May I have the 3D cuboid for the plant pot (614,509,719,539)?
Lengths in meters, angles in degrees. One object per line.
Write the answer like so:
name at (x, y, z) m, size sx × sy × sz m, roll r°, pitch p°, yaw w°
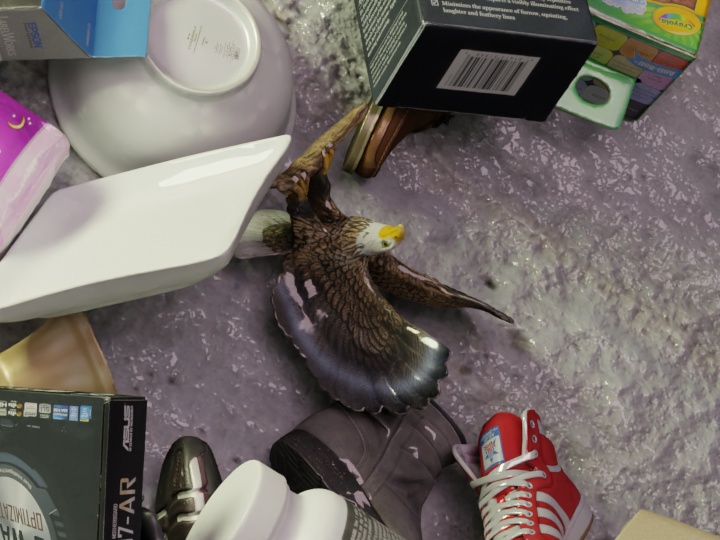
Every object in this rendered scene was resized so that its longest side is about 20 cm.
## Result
plant pot at (0.214, 0.293, 1.597) m, size 0.177 × 0.200 × 0.200 m, roll 38°, pitch 61°, yaw 13°

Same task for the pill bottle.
pill bottle at (-0.016, 0.219, 1.512) m, size 0.200 × 0.116 × 0.116 m, roll 35°, pitch 61°, yaw -15°

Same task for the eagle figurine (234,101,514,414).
eagle figurine at (0.002, 0.000, 1.669) m, size 0.151 × 0.151 × 0.201 m, roll -33°, pitch 101°, yaw -2°

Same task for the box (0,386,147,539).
box at (-0.234, 0.156, 1.465) m, size 0.043 × 0.199 × 0.161 m, roll 5°, pitch 88°, yaw -60°

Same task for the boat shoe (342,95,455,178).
boat shoe at (0.052, -0.147, 1.777) m, size 0.068 × 0.072 × 0.201 m, roll 30°, pitch 62°, yaw -4°

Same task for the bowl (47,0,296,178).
bowl at (-0.132, -0.157, 1.706) m, size 0.200 × 0.090 × 0.202 m, roll 7°, pitch 67°, yaw -16°

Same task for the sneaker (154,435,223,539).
sneaker at (-0.078, 0.215, 1.588) m, size 0.115 × 0.076 × 0.202 m, roll -2°, pitch 80°, yaw -26°

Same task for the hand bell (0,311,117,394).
hand bell at (-0.276, 0.098, 1.563) m, size 0.199 × 0.104 × 0.105 m, roll -23°, pitch 77°, yaw -14°

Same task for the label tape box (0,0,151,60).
label tape box at (-0.255, -0.226, 1.652) m, size 0.198 × 0.063 × 0.145 m, roll -2°, pitch 55°, yaw 4°

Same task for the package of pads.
package of pads at (-0.305, -0.042, 1.604) m, size 0.120 × 0.076 × 0.201 m, roll 31°, pitch 61°, yaw -5°

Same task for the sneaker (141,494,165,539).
sneaker at (-0.163, 0.246, 1.497) m, size 0.077 × 0.140 × 0.201 m, roll 4°, pitch 67°, yaw -19°

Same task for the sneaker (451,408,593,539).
sneaker at (0.109, 0.171, 1.609) m, size 0.113 × 0.071 × 0.200 m, roll 61°, pitch 18°, yaw -8°

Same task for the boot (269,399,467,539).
boot at (0.039, 0.165, 1.650) m, size 0.131 × 0.070 × 0.200 m, roll -37°, pitch 90°, yaw -35°

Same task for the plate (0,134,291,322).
plate at (-0.155, -0.023, 1.572) m, size 0.200 × 0.199 × 0.032 m, roll -68°, pitch 141°, yaw -60°

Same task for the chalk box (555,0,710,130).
chalk box at (0.207, -0.213, 1.831) m, size 0.124 × 0.124 × 0.201 m, roll 21°, pitch 63°, yaw -10°

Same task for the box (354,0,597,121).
box at (0.079, -0.230, 1.736) m, size 0.147 × 0.107 × 0.201 m, roll 4°, pitch 57°, yaw -22°
